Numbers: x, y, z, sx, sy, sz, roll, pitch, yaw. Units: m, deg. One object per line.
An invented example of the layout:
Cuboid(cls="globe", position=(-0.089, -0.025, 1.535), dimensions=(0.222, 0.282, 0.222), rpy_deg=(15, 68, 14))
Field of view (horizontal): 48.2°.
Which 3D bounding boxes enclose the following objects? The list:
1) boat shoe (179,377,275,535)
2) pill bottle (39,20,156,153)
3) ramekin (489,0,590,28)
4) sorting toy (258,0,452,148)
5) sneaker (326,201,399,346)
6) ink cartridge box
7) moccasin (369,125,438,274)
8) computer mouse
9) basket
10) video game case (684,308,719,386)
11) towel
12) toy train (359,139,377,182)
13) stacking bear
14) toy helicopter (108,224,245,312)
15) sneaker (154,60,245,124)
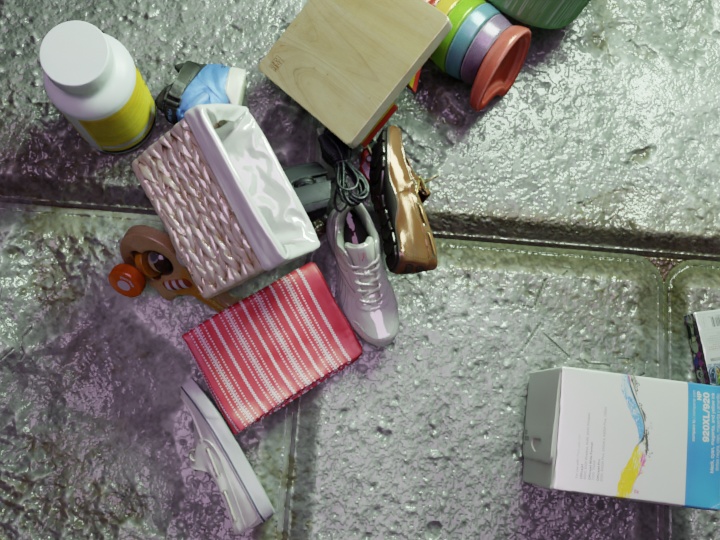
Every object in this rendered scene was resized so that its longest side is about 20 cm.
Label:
Cuboid(cls="boat shoe", position=(-0.182, 0.233, 1.006), dimensions=(0.065, 0.072, 0.201), rpy_deg=(-30, 90, -12))
Cuboid(cls="pill bottle", position=(-0.331, -0.230, 1.017), dimensions=(0.111, 0.200, 0.113), rpy_deg=(1, 80, -3))
Cuboid(cls="ramekin", position=(0.242, -0.426, 1.097), dimensions=(0.198, 0.098, 0.202), rpy_deg=(13, 52, -17))
Cuboid(cls="sorting toy", position=(-0.002, -0.284, 1.068), dimensions=(0.200, 0.069, 0.199), rpy_deg=(43, 96, 29))
Cuboid(cls="sneaker", position=(0.000, 0.000, 1.039), dimensions=(0.077, 0.099, 0.202), rpy_deg=(-18, 81, -6))
Cuboid(cls="ink cartridge box", position=(0.315, 0.205, 0.991), dimensions=(0.198, 0.147, 0.146), rpy_deg=(7, 79, -2))
Cuboid(cls="moccasin", position=(0.060, -0.094, 1.035), dimensions=(0.077, 0.074, 0.203), rpy_deg=(-3, 63, -20))
Cuboid(cls="computer mouse", position=(-0.095, -0.100, 1.045), dimensions=(0.199, 0.053, 0.139), rpy_deg=(-32, 52, 11))
Cuboid(cls="basket", position=(-0.159, -0.080, 0.953), dimensions=(0.123, 0.135, 0.201), rpy_deg=(-29, 90, 19))
Cuboid(cls="video game case", position=(0.549, 0.133, 1.072), dimensions=(0.198, 0.036, 0.183), rpy_deg=(-8, 80, -4))
Cuboid(cls="towel", position=(-0.106, 0.095, 1.020), dimensions=(0.199, 0.022, 0.146), rpy_deg=(-30, 95, -21))
Cuboid(cls="toy train", position=(0.021, -0.141, 1.101), dimensions=(0.045, 0.034, 0.201), rpy_deg=(-27, 82, -5))
Cuboid(cls="stacking bear", position=(0.123, -0.329, 1.105), dimensions=(0.199, 0.114, 0.121), rpy_deg=(36, 42, 16))
Cuboid(cls="toy helicopter", position=(-0.212, 0.007, 1.024), dimensions=(0.199, 0.132, 0.079), rpy_deg=(34, 46, -13))
Cuboid(cls="sneaker", position=(-0.223, -0.188, 1.075), dimensions=(0.110, 0.077, 0.202), rpy_deg=(10, 75, -7))
